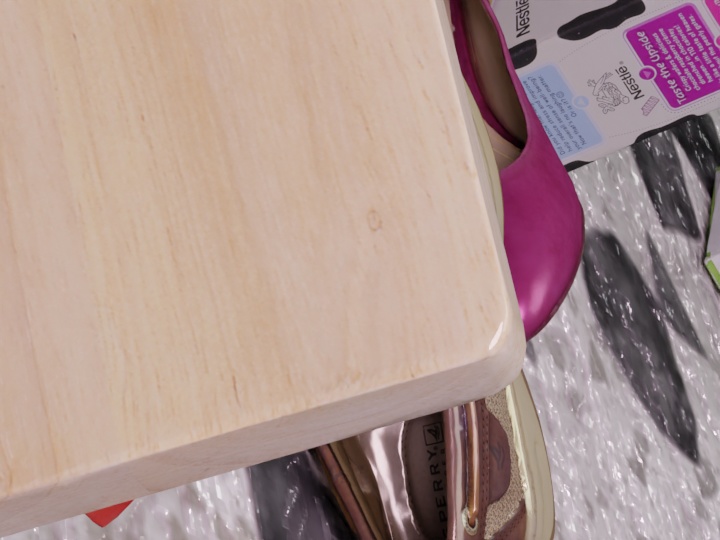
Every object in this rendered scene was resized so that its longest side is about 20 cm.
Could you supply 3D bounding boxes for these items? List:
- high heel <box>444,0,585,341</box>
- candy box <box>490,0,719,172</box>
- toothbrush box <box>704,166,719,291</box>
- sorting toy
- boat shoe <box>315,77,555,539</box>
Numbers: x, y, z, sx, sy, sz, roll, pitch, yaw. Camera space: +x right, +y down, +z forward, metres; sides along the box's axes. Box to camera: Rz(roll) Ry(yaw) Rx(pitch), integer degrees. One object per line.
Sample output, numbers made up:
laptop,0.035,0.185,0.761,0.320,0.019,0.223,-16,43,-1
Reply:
high heel,0.017,-0.062,0.918,0.201,0.067,0.096,-108,172,-51
candy box,0.131,-0.126,1.058,0.061,0.199,0.137,51,26,-32
toothbrush box,0.259,0.025,1.269,0.201,0.145,0.086,57,24,-23
sorting toy,-0.081,-0.038,0.536,0.070,0.197,0.201,55,21,-65
boat shoe,0.000,0.000,0.827,0.072,0.072,0.201,1,74,-66
